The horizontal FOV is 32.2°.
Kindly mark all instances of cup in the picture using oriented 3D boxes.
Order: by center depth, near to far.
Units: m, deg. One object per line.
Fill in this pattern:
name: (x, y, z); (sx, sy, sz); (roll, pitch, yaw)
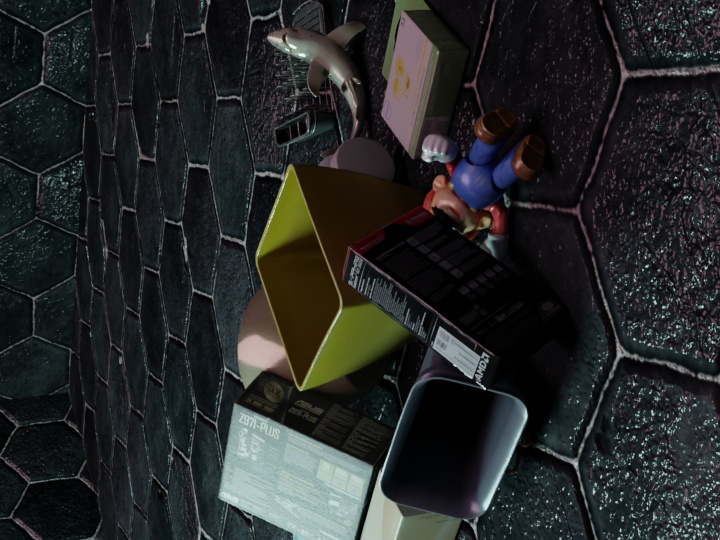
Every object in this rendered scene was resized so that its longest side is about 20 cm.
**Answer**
cup: (-0.045, 0.105, 1.667); (0.142, 0.199, 0.203); (-1, 94, 43)

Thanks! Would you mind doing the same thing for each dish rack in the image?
dish rack: (-0.085, -0.290, 1.830); (0.153, 0.054, 0.203); (173, 93, -66)

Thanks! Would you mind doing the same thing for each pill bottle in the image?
pill bottle: (-0.024, -0.086, 1.645); (0.200, 0.109, 0.112); (124, 136, -55)

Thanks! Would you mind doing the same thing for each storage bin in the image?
storage bin: (0.112, 0.150, 1.359); (0.135, 0.144, 0.201); (-79, 3, -50)

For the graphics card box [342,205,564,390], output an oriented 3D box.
graphics card box: (0.094, 0.023, 1.269); (0.199, 0.125, 0.051); (35, 132, 24)

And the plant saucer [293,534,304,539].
plant saucer: (-0.054, 0.450, 1.908); (0.200, 0.036, 0.203); (176, 90, -67)

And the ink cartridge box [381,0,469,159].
ink cartridge box: (0.057, -0.250, 1.507); (0.201, 0.047, 0.147); (-122, 35, -44)

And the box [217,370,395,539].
box: (-0.070, 0.249, 1.600); (0.198, 0.086, 0.165); (22, 123, 15)

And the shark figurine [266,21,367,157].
shark figurine: (-0.026, -0.247, 1.701); (0.090, 0.127, 0.216); (61, -175, -86)

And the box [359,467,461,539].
box: (0.057, 0.335, 1.552); (0.078, 0.094, 0.202); (-120, 32, -44)

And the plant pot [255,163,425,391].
plant pot: (0.000, 0.000, 1.513); (0.201, 0.174, 0.202); (116, 140, -51)

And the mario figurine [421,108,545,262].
mario figurine: (0.115, -0.076, 1.326); (0.200, 0.105, 0.125); (125, 134, -54)
